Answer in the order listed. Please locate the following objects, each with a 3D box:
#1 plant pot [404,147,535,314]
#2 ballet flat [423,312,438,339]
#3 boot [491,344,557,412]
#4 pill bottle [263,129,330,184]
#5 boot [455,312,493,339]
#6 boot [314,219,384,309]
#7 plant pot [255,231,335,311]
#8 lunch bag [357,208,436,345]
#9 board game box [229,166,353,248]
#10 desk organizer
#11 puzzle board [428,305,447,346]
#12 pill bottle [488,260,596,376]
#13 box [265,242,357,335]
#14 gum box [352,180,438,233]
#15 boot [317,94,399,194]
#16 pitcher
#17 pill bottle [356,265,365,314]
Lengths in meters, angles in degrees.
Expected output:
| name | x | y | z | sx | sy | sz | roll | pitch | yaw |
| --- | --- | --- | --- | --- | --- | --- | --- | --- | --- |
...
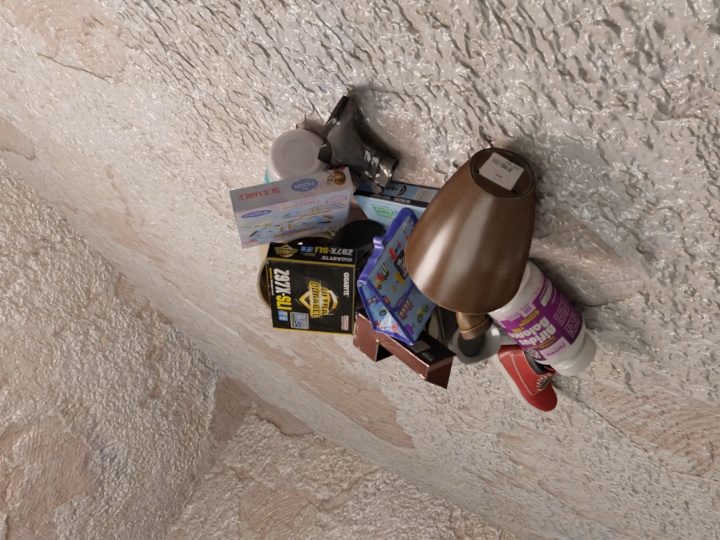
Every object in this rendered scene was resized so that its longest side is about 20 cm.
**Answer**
| name | x | y | z | sx | sy | sz | roll | pitch | yaw |
| --- | --- | --- | --- | --- | --- | --- | --- | --- | --- |
| plant pot | 0.172 | -0.072 | 1.076 | 0.186 | 0.187 | 0.201 | 30 | 144 | 12 |
| ballet flat | 0.110 | 0.079 | 1.409 | 0.071 | 0.069 | 0.202 | -23 | 78 | 49 |
| boot | 0.369 | 0.221 | 1.523 | 0.200 | 0.073 | 0.144 | 48 | 154 | -22 |
| pill bottle | -0.119 | -0.164 | 1.370 | 0.110 | 0.111 | 0.200 | 34 | 160 | 1 |
| boot | 0.198 | 0.047 | 1.322 | 0.076 | 0.073 | 0.200 | 62 | -162 | -9 |
| boot | 0.000 | 0.000 | 1.418 | 0.199 | 0.070 | 0.174 | -25 | 133 | 28 |
| plant pot | -0.128 | -0.039 | 1.513 | 0.201 | 0.199 | 0.184 | 53 | -173 | -40 |
| lunch bag | 0.061 | 0.003 | 1.273 | 0.093 | 0.151 | 0.201 | 18 | 154 | 35 |
| board game box | -0.117 | -0.103 | 1.289 | 0.200 | 0.197 | 0.042 | 109 | 147 | -74 |
| desk organizer | 0.074 | 0.142 | 1.365 | 0.199 | 0.071 | 0.078 | 35 | 128 | 40 |
| puzzle board | 0.118 | 0.083 | 1.484 | 0.151 | 0.017 | 0.203 | 146 | 115 | -68 |
| pill bottle | 0.305 | 0.086 | 1.266 | 0.200 | 0.113 | 0.112 | 43 | 158 | -20 |
| box | -0.087 | 0.037 | 1.377 | 0.158 | 0.050 | 0.201 | 6 | 139 | 3 |
| gum box | 0.099 | -0.071 | 1.333 | 0.169 | 0.045 | 0.201 | 15 | 151 | 42 |
| boot | 0.006 | -0.196 | 1.195 | 0.131 | 0.070 | 0.200 | 31 | 169 | 1 |
| pitcher | 0.215 | 0.132 | 1.510 | 0.169 | 0.123 | 0.200 | -1 | -179 | -20 |
| pill bottle | -0.011 | 0.043 | 1.648 | 0.199 | 0.111 | 0.111 | 11 | 149 | 47 |
